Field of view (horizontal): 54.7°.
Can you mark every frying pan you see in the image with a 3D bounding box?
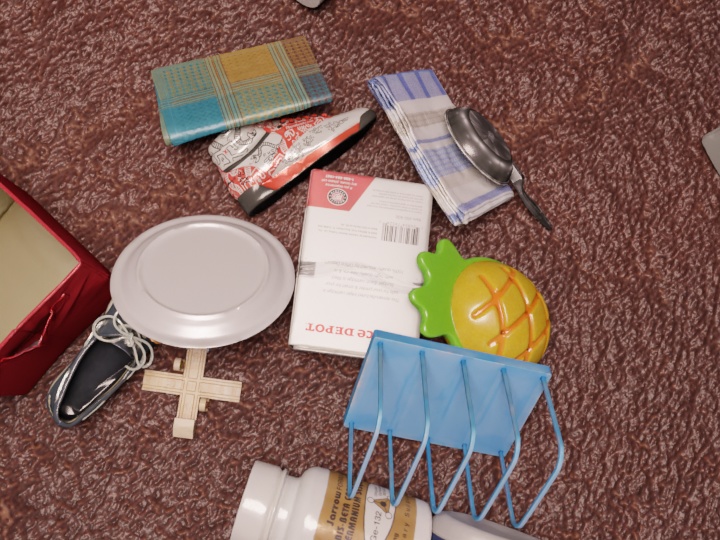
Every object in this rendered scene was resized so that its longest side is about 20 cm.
[{"bbox_3d":[0.167,-0.122,0.828,0.031,0.115,0.191,-40,83,30],"label":"frying pan"}]

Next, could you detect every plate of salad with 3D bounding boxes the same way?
[{"bbox_3d":[-0.171,0.012,0.765,0.196,0.049,0.202,4,44,-4],"label":"plate of salad"}]

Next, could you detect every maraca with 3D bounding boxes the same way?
[{"bbox_3d":[0.136,0.046,0.782,0.198,0.106,0.139,28,60,-25],"label":"maraca"}]

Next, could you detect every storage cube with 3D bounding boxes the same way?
[{"bbox_3d":[-0.381,0.012,0.723,0.200,0.180,0.171,42,80,2],"label":"storage cube"}]

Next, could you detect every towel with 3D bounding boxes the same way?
[{"bbox_3d":[-0.143,-0.216,0.826,0.197,0.022,0.148,-15,49,-8],"label":"towel"},{"bbox_3d":[0.101,-0.153,0.827,0.146,0.024,0.202,-24,81,-49],"label":"towel"}]

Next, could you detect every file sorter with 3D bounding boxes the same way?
[{"bbox_3d":[0.091,0.172,0.726,0.197,0.140,0.124,12,36,-8],"label":"file sorter"}]

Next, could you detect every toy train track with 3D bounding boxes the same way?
[{"bbox_3d":[-0.189,0.089,0.800,0.113,0.033,0.204,7,79,-3],"label":"toy train track"}]

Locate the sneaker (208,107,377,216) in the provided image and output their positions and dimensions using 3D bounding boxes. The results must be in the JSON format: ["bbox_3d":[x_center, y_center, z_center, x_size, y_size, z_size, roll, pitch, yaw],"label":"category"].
[{"bbox_3d":[-0.084,-0.166,0.833,0.200,0.067,0.109,-36,88,-7],"label":"sneaker"}]

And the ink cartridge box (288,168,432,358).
[{"bbox_3d":[0.000,0.000,0.804,0.144,0.083,0.204,8,80,-3],"label":"ink cartridge box"}]

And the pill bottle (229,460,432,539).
[{"bbox_3d":[-0.032,0.275,0.741,0.197,0.114,0.116,18,80,-1],"label":"pill bottle"}]

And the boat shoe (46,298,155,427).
[{"bbox_3d":[-0.268,0.083,0.766,0.200,0.062,0.075,-49,113,-14],"label":"boat shoe"}]

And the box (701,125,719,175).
[{"bbox_3d":[0.563,-0.138,0.814,0.169,0.199,0.202,-25,83,-9],"label":"box"}]

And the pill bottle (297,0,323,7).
[{"bbox_3d":[-0.019,-0.426,0.859,0.111,0.111,0.201,39,79,2],"label":"pill bottle"}]

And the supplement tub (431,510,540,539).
[{"bbox_3d":[0.118,0.370,0.722,0.142,0.144,0.203,17,79,-2],"label":"supplement tub"}]
